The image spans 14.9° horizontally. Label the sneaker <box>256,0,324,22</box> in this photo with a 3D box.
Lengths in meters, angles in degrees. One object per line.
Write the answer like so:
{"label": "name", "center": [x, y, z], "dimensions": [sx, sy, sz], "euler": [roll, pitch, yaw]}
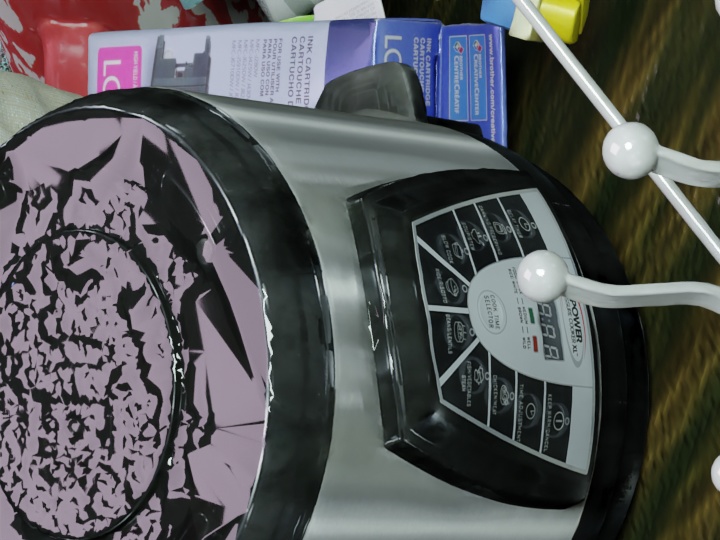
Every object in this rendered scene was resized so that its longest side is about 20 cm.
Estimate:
{"label": "sneaker", "center": [-0.002, -0.158, 1.142], "dimensions": [0.075, 0.082, 0.200], "euler": [58, -165, -23]}

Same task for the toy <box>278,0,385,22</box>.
{"label": "toy", "center": [0.000, 0.000, 1.053], "dimensions": [0.115, 0.047, 0.200], "euler": [-22, 77, 50]}

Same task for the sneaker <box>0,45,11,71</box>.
{"label": "sneaker", "center": [-0.253, -0.212, 2.086], "dimensions": [0.078, 0.091, 0.201], "euler": [164, 111, -74]}

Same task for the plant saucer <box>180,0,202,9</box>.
{"label": "plant saucer", "center": [-0.003, -0.172, 1.016], "dimensions": [0.200, 0.019, 0.070], "euler": [-30, 49, 33]}

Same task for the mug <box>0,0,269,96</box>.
{"label": "mug", "center": [-0.089, -0.093, 1.179], "dimensions": [0.200, 0.133, 0.178], "euler": [73, 175, -57]}

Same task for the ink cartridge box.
{"label": "ink cartridge box", "center": [-0.028, -0.032, 1.018], "dimensions": [0.200, 0.042, 0.120], "euler": [2, 93, 44]}

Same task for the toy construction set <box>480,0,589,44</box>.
{"label": "toy construction set", "center": [0.060, -0.182, 0.855], "dimensions": [0.131, 0.092, 0.200], "euler": [66, -150, -66]}

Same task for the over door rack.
{"label": "over door rack", "center": [0.074, -0.058, 0.650], "dimensions": [0.200, 0.066, 0.148], "euler": [64, 155, 17]}

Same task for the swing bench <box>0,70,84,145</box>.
{"label": "swing bench", "center": [-0.126, 0.028, 0.926], "dimensions": [0.130, 0.199, 0.200], "euler": [16, 91, 45]}

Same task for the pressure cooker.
{"label": "pressure cooker", "center": [-0.013, 0.034, 0.835], "dimensions": [0.179, 0.200, 0.176], "euler": [43, 115, 38]}
